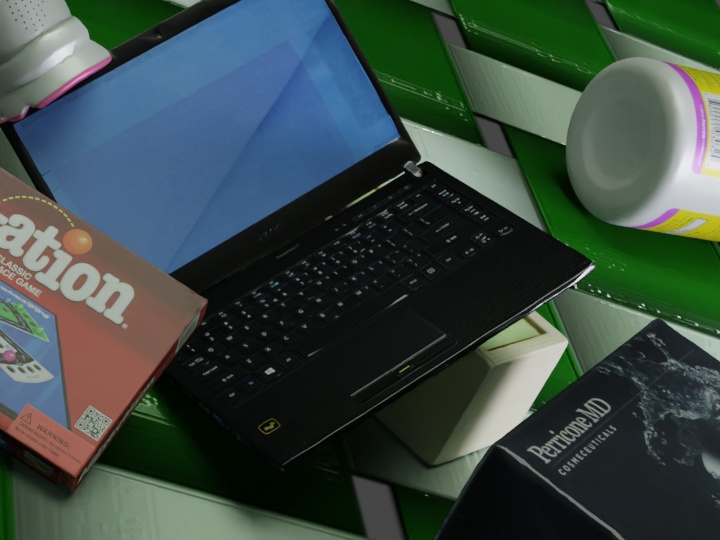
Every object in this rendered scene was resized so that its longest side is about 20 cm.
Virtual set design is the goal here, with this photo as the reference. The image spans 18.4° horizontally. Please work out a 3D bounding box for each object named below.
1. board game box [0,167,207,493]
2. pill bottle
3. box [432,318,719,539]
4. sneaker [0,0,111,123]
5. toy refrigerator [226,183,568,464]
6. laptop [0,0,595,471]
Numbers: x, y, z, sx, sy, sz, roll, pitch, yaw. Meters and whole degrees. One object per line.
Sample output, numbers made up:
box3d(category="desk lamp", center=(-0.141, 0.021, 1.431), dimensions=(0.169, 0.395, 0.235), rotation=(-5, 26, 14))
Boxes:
box3d(category="board game box", center=(-0.173, -0.002, 0.920), dimensions=(0.199, 0.019, 0.103), rotation=(32, 56, 5))
box3d(category="pill bottle", center=(0.233, -0.069, 1.406), dimensions=(0.199, 0.105, 0.104), rotation=(8, 33, -38))
box3d(category="box", center=(0.145, 0.142, 0.929), dimensions=(0.200, 0.118, 0.197), rotation=(35, 27, 15))
box3d(category="sneaker", center=(-0.198, -0.130, 1.027), dimensions=(0.199, 0.089, 0.081), rotation=(10, 39, 44))
box3d(category="toy refrigerator", center=(0.000, 0.000, 1.088), dimensions=(0.200, 0.070, 0.076), rotation=(42, 29, 23))
box3d(category="laptop", center=(-0.030, -0.034, 0.989), dimensions=(0.177, 0.104, 0.200), rotation=(-32, 40, -22))
